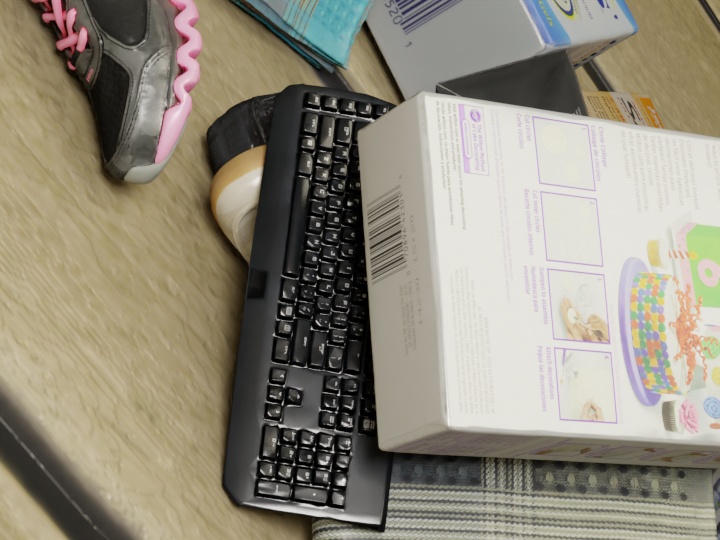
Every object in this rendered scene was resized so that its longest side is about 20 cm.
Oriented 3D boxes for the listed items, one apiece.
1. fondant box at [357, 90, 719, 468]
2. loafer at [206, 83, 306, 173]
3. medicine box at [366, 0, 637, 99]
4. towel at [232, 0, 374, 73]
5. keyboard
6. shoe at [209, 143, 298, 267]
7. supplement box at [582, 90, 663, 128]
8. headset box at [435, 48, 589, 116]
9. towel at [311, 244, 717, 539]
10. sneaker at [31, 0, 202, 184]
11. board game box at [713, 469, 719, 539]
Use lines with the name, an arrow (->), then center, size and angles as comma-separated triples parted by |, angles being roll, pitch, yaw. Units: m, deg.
fondant box -> 0.099, 0.009, 0.902 | 0.198, 0.058, 0.146 | 6, 72, -30
loafer -> -0.001, -0.050, 1.054 | 0.200, 0.070, 0.069 | 19, 48, -59
medicine box -> 0.070, -0.203, 1.302 | 0.183, 0.102, 0.200 | 63, 25, 2
towel -> -0.011, -0.226, 1.117 | 0.022, 0.201, 0.146 | 23, -5, 42
keyboard -> 0.002, 0.011, 0.908 | 0.103, 0.040, 0.202 | 10, 70, -12
shoe -> 0.000, 0.000, 1.003 | 0.200, 0.070, 0.054 | 36, 19, -48
supplement box -> 0.161, -0.051, 1.374 | 0.200, 0.073, 0.127 | -10, 74, -65
headset box -> 0.092, -0.011, 1.106 | 0.200, 0.074, 0.150 | 83, -8, -75
towel -> 0.072, 0.072, 0.948 | 0.198, 0.035, 0.195 | 5, 71, -14
sneaker -> -0.127, -0.133, 0.919 | 0.094, 0.079, 0.202 | 0, 70, -26
board game box -> 0.183, 0.100, 1.164 | 0.061, 0.201, 0.201 | -7, 51, -26
